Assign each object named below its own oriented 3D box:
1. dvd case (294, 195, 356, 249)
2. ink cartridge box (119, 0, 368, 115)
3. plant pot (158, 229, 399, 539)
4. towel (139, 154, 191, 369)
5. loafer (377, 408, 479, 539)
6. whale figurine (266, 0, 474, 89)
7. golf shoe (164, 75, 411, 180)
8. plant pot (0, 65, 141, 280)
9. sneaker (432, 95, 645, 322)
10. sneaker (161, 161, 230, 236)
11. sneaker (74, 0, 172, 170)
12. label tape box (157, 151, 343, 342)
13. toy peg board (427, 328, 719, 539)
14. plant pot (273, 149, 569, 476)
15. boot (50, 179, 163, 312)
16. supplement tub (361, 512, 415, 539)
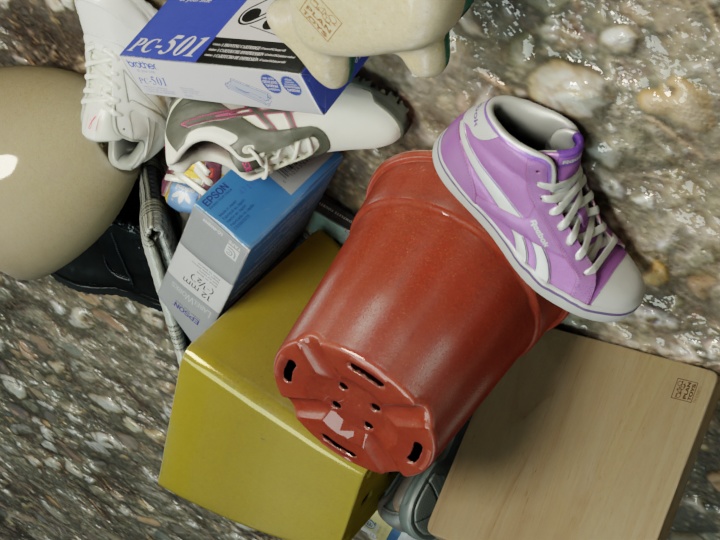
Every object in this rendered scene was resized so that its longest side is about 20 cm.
[{"bbox_3d":[0.000,0.000,1.489,0.199,0.022,0.146,30,153,10],"label":"dvd case"},{"bbox_3d":[-0.084,-0.172,1.231,0.199,0.094,0.044,11,144,41],"label":"ink cartridge box"},{"bbox_3d":[-0.040,0.126,1.429,0.176,0.200,0.201,34,139,15],"label":"plant pot"},{"bbox_3d":[-0.174,0.006,1.523,0.193,0.034,0.201,-109,3,-62],"label":"towel"},{"bbox_3d":[0.082,0.143,1.424,0.063,0.201,0.072,9,146,51],"label":"loafer"},{"bbox_3d":[0.009,-0.197,1.063,0.159,0.104,0.200,46,150,-1],"label":"whale figurine"},{"bbox_3d":[-0.059,-0.107,1.284,0.198,0.089,0.077,4,149,16],"label":"golf shoe"},{"bbox_3d":[-0.282,-0.108,1.503,0.133,0.201,0.201,-21,126,20],"label":"plant pot"},{"bbox_3d":[0.148,-0.045,1.186,0.200,0.073,0.114,41,150,-8],"label":"sneaker"},{"bbox_3d":[-0.134,-0.097,1.415,0.074,0.090,0.201,25,152,21],"label":"sneaker"},{"bbox_3d":[-0.206,-0.160,1.390,0.077,0.100,0.201,20,149,29],"label":"sneaker"},{"bbox_3d":[-0.105,-0.021,1.397,0.066,0.143,0.200,39,141,4],"label":"label tape box"},{"bbox_3d":[0.192,0.169,1.361,0.198,0.201,0.098,14,164,36],"label":"toy peg board"},{"bbox_3d":[0.041,0.044,1.291,0.200,0.196,0.202,25,145,19],"label":"plant pot"},{"bbox_3d":[-0.261,-0.036,1.687,0.197,0.074,0.163,18,151,19],"label":"boot"},{"bbox_3d":[0.004,0.176,1.624,0.199,0.145,0.145,31,153,7],"label":"supplement tub"}]
